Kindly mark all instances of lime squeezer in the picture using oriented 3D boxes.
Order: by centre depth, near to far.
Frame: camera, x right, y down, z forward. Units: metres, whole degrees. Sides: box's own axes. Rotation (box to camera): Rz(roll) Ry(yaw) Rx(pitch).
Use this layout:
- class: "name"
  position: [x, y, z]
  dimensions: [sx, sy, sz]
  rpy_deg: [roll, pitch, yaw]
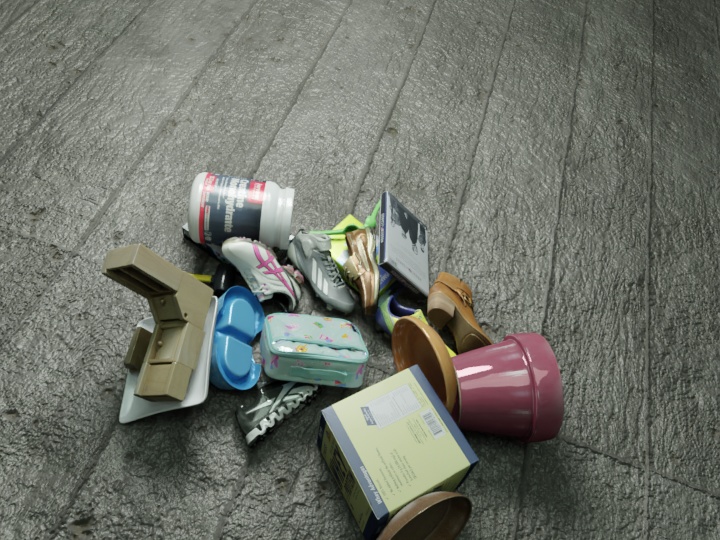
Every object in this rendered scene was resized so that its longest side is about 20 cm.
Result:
- class: "lime squeezer"
  position: [-0.012, -0.104, 1.272]
  dimensions: [0.198, 0.038, 0.071]
  rpy_deg: [-27, 65, -24]

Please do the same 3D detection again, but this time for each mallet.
- class: "mallet"
  position: [-0.352, 0.004, 1.190]
  dimensions: [0.197, 0.041, 0.067]
  rpy_deg: [12, 57, 1]

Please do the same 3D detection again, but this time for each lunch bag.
- class: "lunch bag"
  position: [-0.082, 0.146, 1.080]
  dimensions: [0.197, 0.078, 0.161]
  rpy_deg: [7, 19, -17]

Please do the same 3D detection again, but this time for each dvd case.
- class: "dvd case"
  position: [0.095, -0.055, 1.253]
  dimensions: [0.150, 0.025, 0.202]
  rpy_deg: [38, 41, -35]

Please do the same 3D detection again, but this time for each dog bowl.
- class: "dog bowl"
  position: [-0.238, 0.130, 1.095]
  dimensions: [0.111, 0.049, 0.203]
  rpy_deg: [37, 42, -44]

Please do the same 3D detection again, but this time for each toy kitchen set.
- class: "toy kitchen set"
  position: [-0.382, 0.096, 0.975]
  dimensions: [0.161, 0.180, 0.203]
  rpy_deg: [-8, 59, 30]

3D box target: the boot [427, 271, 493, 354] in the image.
- class: "boot"
  position: [0.224, 0.098, 1.232]
  dimensions: [0.200, 0.073, 0.155]
  rpy_deg: [45, 31, -12]

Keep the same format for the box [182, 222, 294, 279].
- class: "box"
  position: [-0.260, -0.073, 1.254]
  dimensions: [0.199, 0.038, 0.137]
  rpy_deg: [34, 58, 10]

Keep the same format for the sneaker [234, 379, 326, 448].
- class: "sneaker"
  position: [-0.145, 0.228, 1.070]
  dimensions: [0.199, 0.067, 0.091]
  rpy_deg: [-35, 74, -26]

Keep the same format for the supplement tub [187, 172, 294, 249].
- class: "supplement tub"
  position: [-0.237, -0.116, 1.178]
  dimensions: [0.197, 0.141, 0.142]
  rpy_deg: [6, 57, -7]

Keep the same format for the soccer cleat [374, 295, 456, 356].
- class: "soccer cleat"
  position: [0.118, 0.127, 1.174]
  dimensions: [0.199, 0.084, 0.065]
  rpy_deg: [34, 24, 12]

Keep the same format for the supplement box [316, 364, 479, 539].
- class: "supplement box"
  position: [0.056, 0.311, 1.009]
  dimensions: [0.198, 0.135, 0.201]
  rpy_deg: [-20, 57, -23]

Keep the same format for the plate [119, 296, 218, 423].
- class: "plate"
  position: [-0.335, 0.162, 1.044]
  dimensions: [0.198, 0.032, 0.202]
  rpy_deg: [-18, 55, 23]

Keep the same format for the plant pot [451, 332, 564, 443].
- class: "plant pot"
  position: [0.252, 0.220, 1.087]
  dimensions: [0.176, 0.201, 0.203]
  rpy_deg: [-3, 58, -6]

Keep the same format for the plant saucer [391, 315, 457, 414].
- class: "plant saucer"
  position: [0.120, 0.178, 1.078]
  dimensions: [0.037, 0.201, 0.202]
  rpy_deg: [-16, 62, -22]

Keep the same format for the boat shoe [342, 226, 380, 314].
- class: "boat shoe"
  position: [0.000, 0.000, 1.194]
  dimensions: [0.073, 0.076, 0.202]
  rpy_deg: [-2, 52, -3]

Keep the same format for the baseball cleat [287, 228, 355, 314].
- class: "baseball cleat"
  position: [-0.073, -0.005, 1.208]
  dimensions: [0.200, 0.107, 0.069]
  rpy_deg: [43, 31, 14]

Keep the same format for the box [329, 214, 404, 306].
- class: "box"
  position: [0.011, -0.019, 1.273]
  dimensions: [0.199, 0.048, 0.122]
  rpy_deg: [38, 59, 14]

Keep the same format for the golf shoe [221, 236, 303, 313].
- class: "golf shoe"
  position: [-0.191, 0.010, 1.145]
  dimensions: [0.199, 0.072, 0.093]
  rpy_deg: [37, 46, -34]

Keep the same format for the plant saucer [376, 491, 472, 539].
- class: "plant saucer"
  position: [0.091, 0.419, 0.933]
  dimensions: [0.198, 0.203, 0.037]
  rpy_deg: [-21, 43, -23]
